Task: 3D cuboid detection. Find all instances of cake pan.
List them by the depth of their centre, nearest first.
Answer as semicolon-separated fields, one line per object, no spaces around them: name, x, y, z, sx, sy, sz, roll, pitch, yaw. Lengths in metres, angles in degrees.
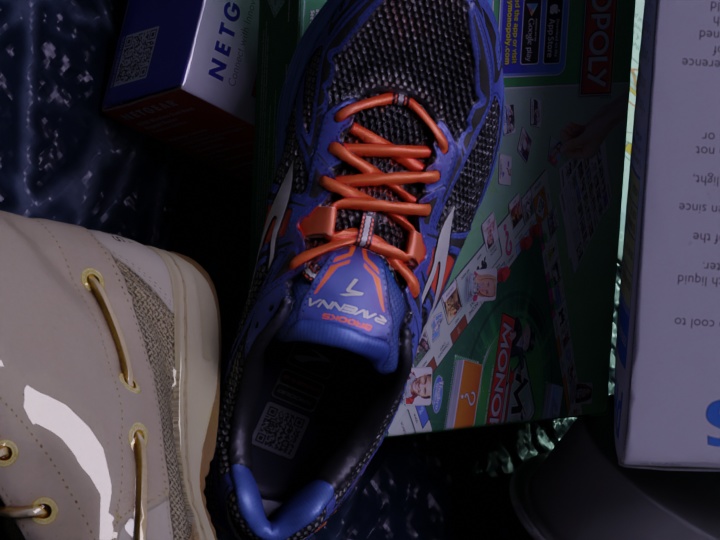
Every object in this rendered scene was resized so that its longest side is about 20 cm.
cake pan;0.151;0.098;1.052;0.200;0.200;0.037;5;112;-46

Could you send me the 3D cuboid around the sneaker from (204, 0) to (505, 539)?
sneaker;0.000;0.000;0.922;0.075;0.078;0.201;14;101;-8

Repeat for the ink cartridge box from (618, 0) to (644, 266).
ink cartridge box;0.084;-0.103;1.171;0.200;0.045;0.176;42;60;-26

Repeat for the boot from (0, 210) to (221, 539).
boot;-0.112;0.061;0.855;0.155;0.073;0.201;26;53;-38

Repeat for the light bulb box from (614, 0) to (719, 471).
light bulb box;0.156;-0.044;1.034;0.198;0.124;0.201;-59;152;-80

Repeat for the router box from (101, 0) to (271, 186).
router box;0.014;-0.116;1.056;0.179;0.049;0.201;26;67;-34

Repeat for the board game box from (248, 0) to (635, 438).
board game box;0.028;-0.045;0.997;0.134;0.029;0.201;-4;104;-32
